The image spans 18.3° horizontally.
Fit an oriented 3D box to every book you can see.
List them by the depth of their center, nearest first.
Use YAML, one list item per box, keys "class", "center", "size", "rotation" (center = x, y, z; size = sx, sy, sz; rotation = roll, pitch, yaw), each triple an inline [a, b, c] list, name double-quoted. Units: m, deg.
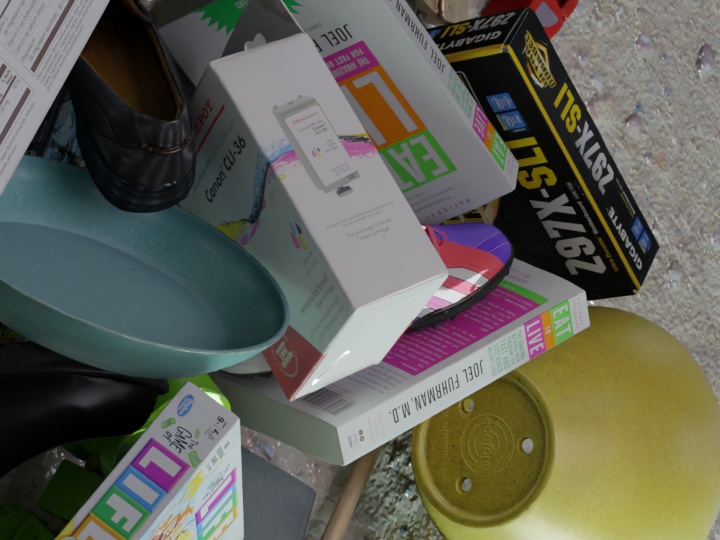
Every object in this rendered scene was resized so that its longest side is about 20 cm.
- class: "book"
  center: [-0.011, -0.105, 1.340]
  size: [0.200, 0.133, 0.048]
  rotation: [51, 33, -31]
- class: "book"
  center: [0.022, 0.046, 1.346]
  size: [0.199, 0.133, 0.048]
  rotation: [-26, 118, -32]

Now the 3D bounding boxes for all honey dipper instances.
- class: "honey dipper"
  center: [-0.005, 0.136, 1.416]
  size: [0.038, 0.038, 0.201]
  rotation: [48, 52, -34]

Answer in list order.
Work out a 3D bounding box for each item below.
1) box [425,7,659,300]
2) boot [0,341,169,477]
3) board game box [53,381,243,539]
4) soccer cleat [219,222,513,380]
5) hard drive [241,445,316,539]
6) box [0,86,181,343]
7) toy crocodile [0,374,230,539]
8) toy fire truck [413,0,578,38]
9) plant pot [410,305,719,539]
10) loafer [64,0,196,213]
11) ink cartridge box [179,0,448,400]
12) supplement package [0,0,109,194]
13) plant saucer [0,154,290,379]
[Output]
- class: "box"
  center: [0.078, -0.064, 1.428]
  size: [0.200, 0.159, 0.049]
  rotation: [59, 41, -28]
- class: "boot"
  center: [-0.197, 0.119, 1.128]
  size: [0.210, 0.079, 0.159]
  rotation: [-3, 85, -11]
- class: "board game box"
  center: [-0.114, 0.149, 1.148]
  size: [0.135, 0.034, 0.200]
  rotation: [-51, 167, -19]
- class: "soccer cleat"
  center: [0.000, 0.000, 1.318]
  size: [0.199, 0.068, 0.074]
  rotation: [-18, 120, -17]
- class: "hard drive"
  center: [-0.104, 0.196, 1.302]
  size: [0.139, 0.033, 0.201]
  rotation: [35, 62, -41]
- class: "box"
  center: [-0.149, -0.011, 1.260]
  size: [0.137, 0.040, 0.201]
  rotation: [36, 61, -39]
- class: "toy crocodile"
  center: [-0.148, 0.130, 1.198]
  size: [0.200, 0.067, 0.062]
  rotation: [-55, 130, -9]
- class: "toy fire truck"
  center: [0.065, -0.213, 1.509]
  size: [0.141, 0.049, 0.200]
  rotation: [-55, 127, -34]
- class: "plant pot"
  center: [0.110, 0.115, 1.406]
  size: [0.142, 0.199, 0.201]
  rotation: [12, 78, -57]
- class: "loafer"
  center: [-0.138, -0.130, 1.200]
  size: [0.073, 0.072, 0.200]
  rotation: [-21, 67, -28]
- class: "ink cartridge box"
  center: [-0.045, -0.046, 1.226]
  size: [0.067, 0.117, 0.201]
  rotation: [-21, 72, -30]
- class: "supplement package"
  center: [-0.221, -0.131, 1.101]
  size: [0.111, 0.155, 0.201]
  rotation: [46, 55, -34]
- class: "plant saucer"
  center: [-0.134, 0.002, 1.139]
  size: [0.199, 0.200, 0.036]
  rotation: [1, 120, -48]
